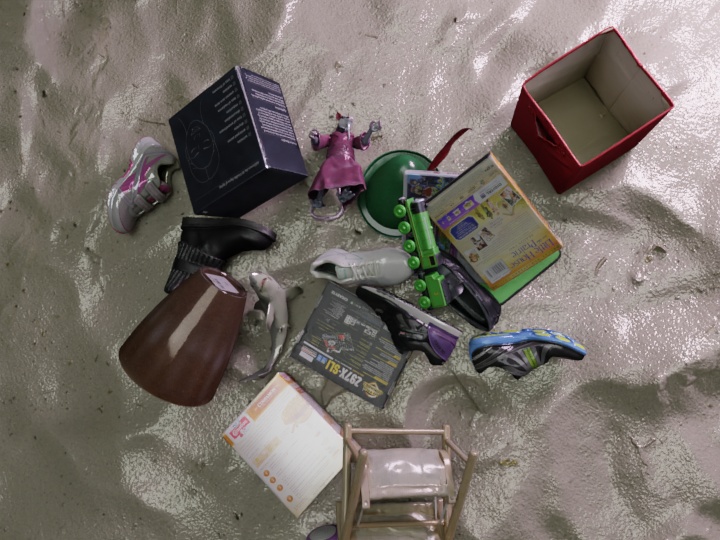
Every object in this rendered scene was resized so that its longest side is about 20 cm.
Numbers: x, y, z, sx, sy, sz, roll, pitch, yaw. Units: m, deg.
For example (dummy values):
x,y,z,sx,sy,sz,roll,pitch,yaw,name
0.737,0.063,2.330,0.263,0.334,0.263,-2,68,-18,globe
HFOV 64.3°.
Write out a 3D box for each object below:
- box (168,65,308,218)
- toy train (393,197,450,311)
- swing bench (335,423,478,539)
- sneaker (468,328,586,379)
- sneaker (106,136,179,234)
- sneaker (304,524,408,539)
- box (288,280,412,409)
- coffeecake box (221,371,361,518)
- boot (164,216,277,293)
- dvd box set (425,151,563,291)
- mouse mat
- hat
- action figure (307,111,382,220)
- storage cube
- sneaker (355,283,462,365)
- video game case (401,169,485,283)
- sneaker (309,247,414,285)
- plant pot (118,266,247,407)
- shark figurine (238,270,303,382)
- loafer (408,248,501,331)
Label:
x,y,z,sx,sy,sz,roll,pitch,yaw,name
-0.229,-0.228,1.064,0.199,0.124,0.198,-24,77,30,box
0.107,-0.029,0.970,0.056,0.042,0.202,-11,98,29,toy train
0.069,0.370,0.943,0.197,0.130,0.202,5,94,-14,swing bench
0.292,0.148,1.009,0.197,0.071,0.084,-4,96,9,sneaker
-0.429,-0.162,1.138,0.088,0.081,0.202,22,87,12,sneaker
0.005,0.493,1.008,0.198,0.075,0.101,-8,101,7,sneaker
-0.008,0.135,1.056,0.199,0.049,0.161,27,89,9,box
-0.124,0.309,1.037,0.200,0.073,0.154,43,89,11,coffeecake box
-0.266,-0.014,1.095,0.209,0.079,0.159,4,76,19,boot
0.222,-0.078,0.966,0.146,0.029,0.200,-37,103,28,dvd box set
0.252,-0.056,1.066,0.161,0.008,0.201,-38,79,2,mouse mat
0.074,-0.169,1.018,0.165,0.176,0.201,28,87,8,hat
-0.031,-0.212,1.092,0.132,0.149,0.202,5,64,0,action figure
0.382,-0.265,0.988,0.199,0.180,0.172,-33,79,4,storage cube
0.070,0.096,0.993,0.199,0.076,0.088,28,90,9,sneaker
0.164,-0.075,1.015,0.180,0.023,0.202,6,119,11,video game case
0.000,0.000,1.031,0.198,0.080,0.071,-1,104,26,sneaker
-0.291,0.101,1.011,0.186,0.187,0.201,37,101,11,plant pot
-0.178,0.099,1.085,0.089,0.128,0.217,9,102,34,shark figurine
0.165,0.030,1.012,0.200,0.070,0.068,40,127,-2,loafer
